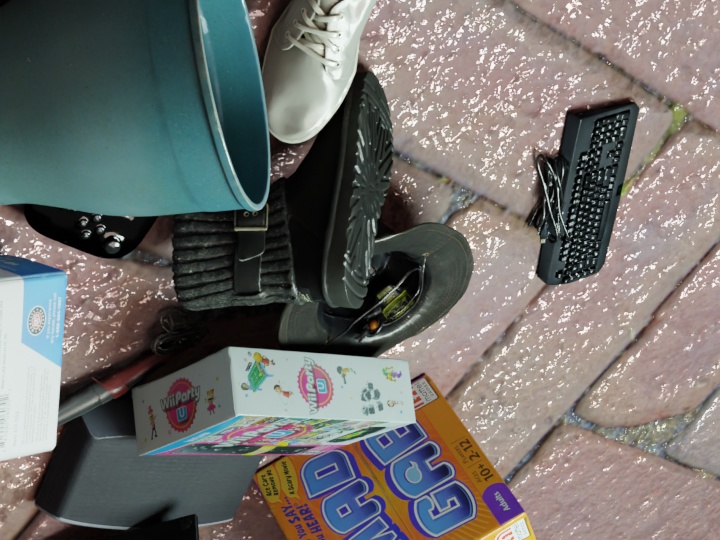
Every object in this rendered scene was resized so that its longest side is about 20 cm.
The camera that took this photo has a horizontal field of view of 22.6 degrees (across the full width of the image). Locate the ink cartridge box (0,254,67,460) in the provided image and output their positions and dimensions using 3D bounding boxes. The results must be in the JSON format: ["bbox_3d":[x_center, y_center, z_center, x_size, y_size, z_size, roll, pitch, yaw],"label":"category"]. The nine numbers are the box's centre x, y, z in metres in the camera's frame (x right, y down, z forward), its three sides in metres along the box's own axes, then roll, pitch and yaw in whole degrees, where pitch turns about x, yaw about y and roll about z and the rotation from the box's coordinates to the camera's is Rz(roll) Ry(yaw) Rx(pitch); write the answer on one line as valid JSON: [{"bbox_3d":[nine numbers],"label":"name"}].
[{"bbox_3d":[-0.324,0.072,1.350,0.200,0.086,0.147,-7,107,-48],"label":"ink cartridge box"}]

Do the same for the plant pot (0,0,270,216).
[{"bbox_3d":[-0.177,-0.125,1.261,0.188,0.200,0.200,-10,136,8],"label":"plant pot"}]

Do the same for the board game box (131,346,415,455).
[{"bbox_3d":[-0.075,0.117,1.569,0.200,0.064,0.147,7,159,-40],"label":"board game box"}]

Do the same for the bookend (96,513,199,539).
[{"bbox_3d":[-0.210,0.338,1.677,0.198,0.092,0.200,-16,137,8],"label":"bookend"}]

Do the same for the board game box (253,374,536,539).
[{"bbox_3d":[0.048,0.269,1.741,0.200,0.200,0.200,-29,137,-7],"label":"board game box"}]

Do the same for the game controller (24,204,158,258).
[{"bbox_3d":[-0.177,-0.099,1.396,0.104,0.042,0.200,18,115,-41],"label":"game controller"}]

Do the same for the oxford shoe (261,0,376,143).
[{"bbox_3d":[-0.029,-0.188,1.380,0.075,0.058,0.200,28,111,4],"label":"oxford shoe"}]

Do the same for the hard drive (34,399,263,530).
[{"bbox_3d":[-0.182,0.179,1.634,0.200,0.042,0.135,6,124,-35],"label":"hard drive"}]

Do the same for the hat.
[{"bbox_3d":[0.000,0.000,1.566,0.200,0.081,0.201,-23,149,-14],"label":"hat"}]

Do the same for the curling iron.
[{"bbox_3d":[-0.221,0.093,1.548,0.200,0.026,0.050,-32,136,-5],"label":"curling iron"}]

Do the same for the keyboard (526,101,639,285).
[{"bbox_3d":[0.207,-0.059,1.674,0.104,0.040,0.200,-14,132,-23],"label":"keyboard"}]

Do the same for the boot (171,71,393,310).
[{"bbox_3d":[-0.066,-0.066,1.460,0.158,0.211,0.079,2,156,21],"label":"boot"}]
